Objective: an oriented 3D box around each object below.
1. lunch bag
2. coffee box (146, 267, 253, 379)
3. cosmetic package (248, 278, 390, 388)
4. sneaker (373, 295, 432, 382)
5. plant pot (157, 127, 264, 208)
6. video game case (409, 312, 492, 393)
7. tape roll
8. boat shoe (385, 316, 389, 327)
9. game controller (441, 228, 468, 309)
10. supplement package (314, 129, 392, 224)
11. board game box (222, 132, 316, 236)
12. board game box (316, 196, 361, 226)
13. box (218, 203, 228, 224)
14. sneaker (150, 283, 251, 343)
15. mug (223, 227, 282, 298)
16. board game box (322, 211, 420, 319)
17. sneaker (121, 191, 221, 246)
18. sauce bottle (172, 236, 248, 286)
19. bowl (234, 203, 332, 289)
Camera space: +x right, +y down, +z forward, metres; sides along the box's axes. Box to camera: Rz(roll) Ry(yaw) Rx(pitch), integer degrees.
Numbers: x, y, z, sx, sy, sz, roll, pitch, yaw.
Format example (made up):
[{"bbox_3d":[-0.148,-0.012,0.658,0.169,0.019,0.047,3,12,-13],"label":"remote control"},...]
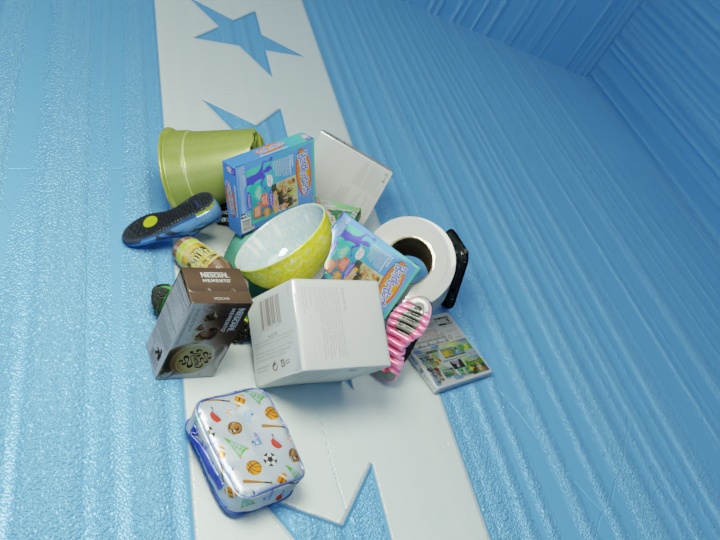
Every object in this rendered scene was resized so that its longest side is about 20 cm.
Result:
[{"bbox_3d":[-0.194,0.289,1.248,0.159,0.076,0.201,-9,54,-42],"label":"lunch bag"},{"bbox_3d":[-0.276,0.091,1.304,0.112,0.201,0.080,3,45,-37],"label":"coffee box"},{"bbox_3d":[-0.078,0.116,1.418,0.199,0.167,0.168,2,72,-37],"label":"cosmetic package"},{"bbox_3d":[0.091,0.131,1.568,0.079,0.201,0.095,35,22,14],"label":"sneaker"},{"bbox_3d":[-0.293,-0.217,1.593,0.188,0.201,0.201,-10,38,10],"label":"plant pot"},{"bbox_3d":[0.182,0.180,1.724,0.199,0.022,0.183,-7,52,-44],"label":"video game case"},{"bbox_3d":[0.106,-0.003,1.693,0.200,0.139,0.205,0,74,1],"label":"tape roll"},{"bbox_3d":[-0.003,0.086,1.641,0.199,0.074,0.067,32,35,-3],"label":"boat shoe"},{"bbox_3d":[0.210,-0.002,1.818,0.042,0.201,0.105,-4,48,-14],"label":"game controller"},{"bbox_3d":[-0.044,-0.229,1.878,0.199,0.153,0.151,30,10,-5],"label":"supplement package"},{"bbox_3d":[-0.178,-0.175,1.539,0.199,0.153,0.045,-27,42,-35],"label":"board game box"},{"bbox_3d":[-0.113,-0.116,1.713,0.198,0.029,0.135,16,42,14],"label":"board game box"},{"bbox_3d":[-0.216,-0.171,1.715,0.198,0.046,0.160,-3,39,7],"label":"box"},{"bbox_3d":[-0.299,0.071,1.434,0.199,0.078,0.086,24,28,-29],"label":"sneaker"},{"bbox_3d":[-0.196,-0.038,1.597,0.151,0.115,0.186,27,36,-9],"label":"mug"},{"bbox_3d":[0.000,0.000,1.577,0.199,0.045,0.153,36,75,2],"label":"board game box"},{"bbox_3d":[-0.370,-0.083,1.523,0.199,0.079,0.066,-24,51,-9],"label":"sneaker"},{"bbox_3d":[-0.286,-0.005,1.467,0.064,0.065,0.199,-10,27,-44],"label":"sauce bottle"},{"bbox_3d":[-0.126,-0.025,1.448,0.108,0.199,0.201,57,25,-27],"label":"bowl"}]
